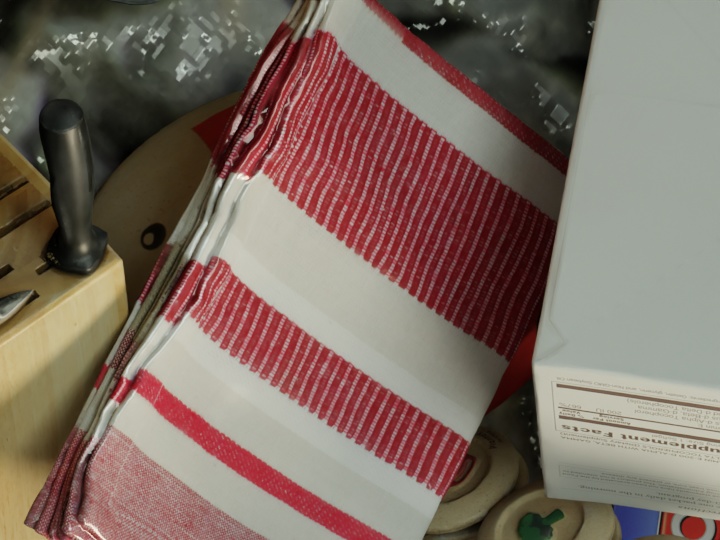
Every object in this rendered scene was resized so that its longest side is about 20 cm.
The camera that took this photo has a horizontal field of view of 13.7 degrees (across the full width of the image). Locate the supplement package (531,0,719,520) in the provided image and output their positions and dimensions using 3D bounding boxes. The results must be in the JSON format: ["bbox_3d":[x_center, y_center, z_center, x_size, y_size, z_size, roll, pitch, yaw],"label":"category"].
[{"bbox_3d":[0.166,-0.002,0.959,0.199,0.111,0.156,8,65,9],"label":"supplement package"}]

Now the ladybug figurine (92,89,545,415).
[{"bbox_3d":[0.000,0.000,1.022,0.199,0.072,0.136,-11,95,-27],"label":"ladybug figurine"}]

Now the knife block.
[{"bbox_3d":[-0.107,0.018,0.909,0.064,0.175,0.201,-34,105,-22],"label":"knife block"}]

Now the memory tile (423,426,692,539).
[{"bbox_3d":[0.044,0.129,0.980,0.153,0.200,0.017,-41,131,-20],"label":"memory tile"}]

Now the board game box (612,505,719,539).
[{"bbox_3d":[0.153,0.110,1.054,0.134,0.029,0.201,9,107,9],"label":"board game box"}]

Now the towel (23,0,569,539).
[{"bbox_3d":[-0.008,0.025,0.948,0.144,0.023,0.201,36,74,-39],"label":"towel"}]

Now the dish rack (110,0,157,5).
[{"bbox_3d":[-0.124,-0.193,0.967,0.153,0.054,0.201,9,86,-28],"label":"dish rack"}]
